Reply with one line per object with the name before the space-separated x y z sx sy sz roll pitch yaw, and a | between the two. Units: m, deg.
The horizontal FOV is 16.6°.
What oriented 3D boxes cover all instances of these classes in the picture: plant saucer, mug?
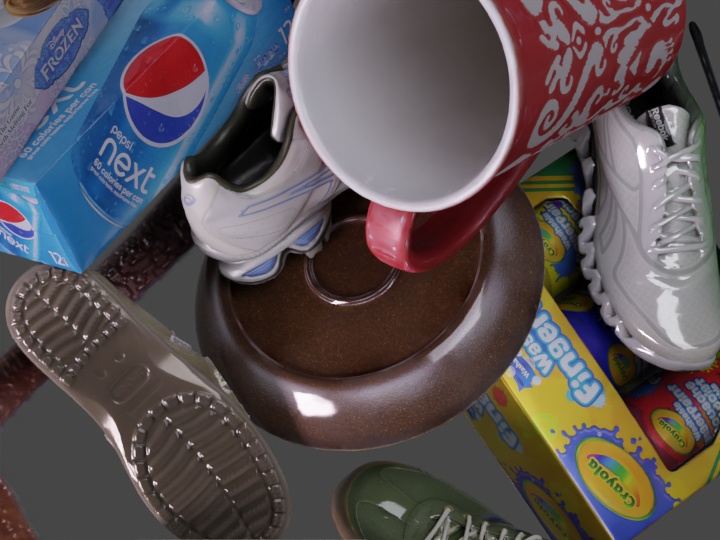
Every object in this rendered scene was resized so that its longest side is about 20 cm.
plant saucer | 0.000 0.000 1.343 0.199 0.032 0.201 -8 59 13
mug | 0.062 -0.107 1.276 0.134 0.178 0.200 52 38 10

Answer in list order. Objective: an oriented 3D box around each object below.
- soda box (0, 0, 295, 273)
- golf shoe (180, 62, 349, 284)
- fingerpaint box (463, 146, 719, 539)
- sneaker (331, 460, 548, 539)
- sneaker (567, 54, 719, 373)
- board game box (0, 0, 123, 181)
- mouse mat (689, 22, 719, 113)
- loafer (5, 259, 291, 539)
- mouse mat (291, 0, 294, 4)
soda box | -0.119 -0.092 1.306 0.200 0.068 0.064 -50 134 -29
golf shoe | -0.015 -0.084 1.320 0.078 0.097 0.200 36 76 32
fingerpaint box | 0.137 0.041 1.411 0.166 0.073 0.201 -32 84 -25
sneaker | 0.083 0.161 1.344 0.200 0.090 0.067 35 66 -5
sneaker | 0.161 -0.043 1.364 0.075 0.081 0.201 -5 72 -23
board game box | -0.245 -0.109 1.283 0.199 0.043 0.200 14 62 32
mouse mat | 0.223 -0.041 1.401 0.007 0.200 0.162 -19 73 8
loafer | -0.108 0.068 1.321 0.076 0.068 0.200 -36 103 8
mouse mat | -0.090 -0.216 1.418 0.161 0.008 0.201 37 56 -23
